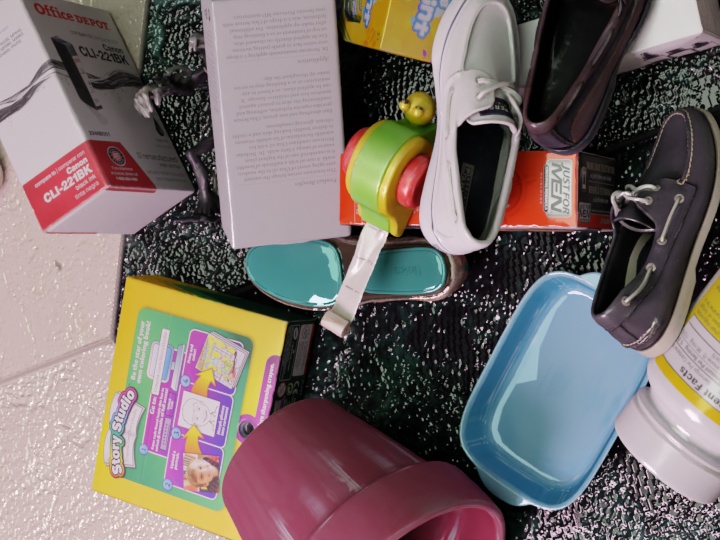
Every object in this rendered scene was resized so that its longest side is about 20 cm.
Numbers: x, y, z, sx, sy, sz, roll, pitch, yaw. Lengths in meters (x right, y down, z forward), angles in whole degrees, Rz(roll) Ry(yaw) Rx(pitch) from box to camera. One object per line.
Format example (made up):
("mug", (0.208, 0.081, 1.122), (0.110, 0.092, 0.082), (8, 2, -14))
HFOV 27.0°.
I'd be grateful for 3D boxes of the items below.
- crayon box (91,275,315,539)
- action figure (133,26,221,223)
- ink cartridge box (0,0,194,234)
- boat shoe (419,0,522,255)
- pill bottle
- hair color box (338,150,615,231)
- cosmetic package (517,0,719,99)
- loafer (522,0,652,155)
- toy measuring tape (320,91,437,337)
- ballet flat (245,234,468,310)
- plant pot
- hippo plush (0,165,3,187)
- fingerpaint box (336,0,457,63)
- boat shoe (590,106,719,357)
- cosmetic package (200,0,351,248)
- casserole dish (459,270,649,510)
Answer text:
("crayon box", (-0.142, 0.120, 1.339), (0.172, 0.058, 0.201), (15, 98, 27))
("action figure", (-0.124, -0.142, 1.300), (0.118, 0.102, 0.202), (-2, 92, 38))
("ink cartridge box", (-0.253, -0.139, 1.338), (0.084, 0.144, 0.201), (-32, 78, 22))
("boat shoe", (0.092, -0.111, 1.093), (0.065, 0.073, 0.202), (180, 94, -65))
("pill bottle", (0.281, 0.064, 1.094), (0.114, 0.114, 0.200), (42, 109, 19))
("hair color box", (0.093, -0.062, 1.192), (0.199, 0.101, 0.062), (1, 90, 27))
("cosmetic package", (0.173, -0.173, 1.159), (0.199, 0.082, 0.051), (-14, 84, 27))
("loafer", (0.163, -0.184, 1.080), (0.072, 0.063, 0.201), (16, 91, 28))
("toy measuring tape", (0.006, -0.043, 1.140), (0.073, 0.073, 0.201), (28, 101, 23))
("ballet flat", (0.000, 0.000, 1.259), (0.199, 0.067, 0.069), (5, 99, 27))
("plant pot", (-0.012, 0.206, 1.214), (0.179, 0.199, 0.201), (44, 110, 35))
("hippo plush", (-0.464, -0.105, 1.435), (0.199, 0.161, 0.160), (-34, 77, 23))
("fingerpaint box", (0.040, -0.270, 1.177), (0.167, 0.073, 0.201), (-145, 66, -67))
("boat shoe", (0.217, -0.039, 1.111), (0.073, 0.062, 0.201), (-23, 48, 63))
("cosmetic package", (-0.068, -0.126, 1.215), (0.101, 0.071, 0.201), (-7, 106, -12))
("casserole dish", (0.161, 0.094, 1.197), (0.121, 0.039, 0.201), (32, 106, 22))
